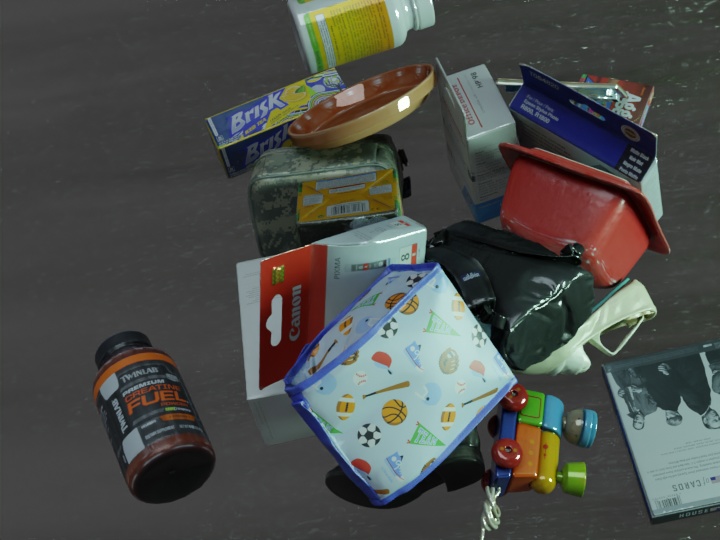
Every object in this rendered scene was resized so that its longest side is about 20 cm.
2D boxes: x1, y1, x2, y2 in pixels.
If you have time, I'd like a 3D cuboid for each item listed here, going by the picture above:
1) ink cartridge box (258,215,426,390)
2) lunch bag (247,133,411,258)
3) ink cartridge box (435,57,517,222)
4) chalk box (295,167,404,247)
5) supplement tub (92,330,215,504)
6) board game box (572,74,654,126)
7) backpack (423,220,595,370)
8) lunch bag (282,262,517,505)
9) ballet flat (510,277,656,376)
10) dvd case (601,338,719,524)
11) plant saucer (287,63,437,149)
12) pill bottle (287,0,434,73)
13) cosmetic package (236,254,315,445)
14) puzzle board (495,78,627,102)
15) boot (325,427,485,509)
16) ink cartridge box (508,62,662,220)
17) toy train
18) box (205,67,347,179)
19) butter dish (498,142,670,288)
[{"bbox_3d":[-0.018,0.040,1.385,0.199,0.164,0.050,-20,35,-37],"label":"ink cartridge box"},{"bbox_3d":[-0.037,-0.103,1.634,0.198,0.140,0.168,-7,30,5],"label":"lunch bag"},{"bbox_3d":[0.150,-0.172,1.610,0.066,0.201,0.116,-18,51,-4],"label":"ink cartridge box"},{"bbox_3d":[0.000,0.000,1.521,0.123,0.202,0.124,-7,27,4],"label":"chalk box"},{"bbox_3d":[-0.248,0.164,1.483,0.106,0.107,0.201,-25,52,-9],"label":"supplement tub"},{"bbox_3d":[0.316,-0.180,1.701,0.102,0.020,0.201,13,56,19],"label":"board game box"},{"bbox_3d":[0.145,0.028,1.441,0.166,0.128,0.199,-27,36,-31],"label":"backpack"},{"bbox_3d":[0.032,0.117,1.323,0.200,0.170,0.124,-45,19,-24],"label":"lunch bag"},{"bbox_3d":[0.262,0.081,1.482,0.199,0.070,0.070,-32,53,-16],"label":"ballet flat"},{"bbox_3d":[0.365,0.174,1.410,0.149,0.025,0.201,-12,52,1],"label":"dvd case"},{"bbox_3d":[0.005,-0.200,1.589,0.199,0.033,0.201,-22,19,8],"label":"plant saucer"},{"bbox_3d":[0.002,-0.366,1.848,0.198,0.112,0.112,-18,51,-3],"label":"pill bottle"},{"bbox_3d":[-0.091,0.091,1.511,0.084,0.108,0.201,-10,50,3],"label":"cosmetic package"},{"bbox_3d":[0.262,-0.230,1.644,0.149,0.200,0.018,5,96,15],"label":"puzzle board"},{"bbox_3d":[0.058,0.172,1.445,0.198,0.070,0.175,-12,44,13],"label":"boot"},{"bbox_3d":[0.272,-0.145,1.547,0.199,0.200,0.041,34,78,26],"label":"ink cartridge box"},{"bbox_3d":[0.191,0.223,1.376,0.115,0.085,0.201,10,54,2],"label":"toy train"},{"bbox_3d":[-0.110,-0.205,1.774,0.198,0.065,0.070,-23,51,-7],"label":"box"},{"bbox_3d":[0.243,-0.038,1.515,0.199,0.199,0.149,24,80,29],"label":"butter dish"}]
